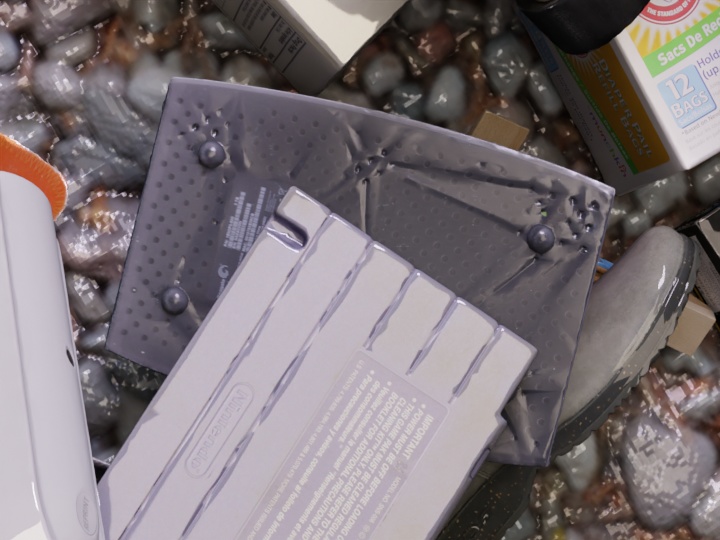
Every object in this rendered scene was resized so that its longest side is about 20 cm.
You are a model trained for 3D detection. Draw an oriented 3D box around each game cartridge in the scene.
[{"bbox_3d":[-0.029,0.084,0.823,0.129,0.038,0.201,34,84,-3],"label":"game cartridge"}]

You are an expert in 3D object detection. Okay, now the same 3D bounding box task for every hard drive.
[{"bbox_3d":[0.000,0.000,0.875,0.198,0.042,0.136,14,91,7],"label":"hard drive"}]

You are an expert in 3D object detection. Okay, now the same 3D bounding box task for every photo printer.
[{"bbox_3d":[-0.188,0.075,0.810,0.165,0.070,0.201,-22,56,12],"label":"photo printer"}]

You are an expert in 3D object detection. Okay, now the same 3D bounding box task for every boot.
[{"bbox_3d":[0.050,0.032,0.910,0.130,0.068,0.200,40,94,-5],"label":"boot"}]

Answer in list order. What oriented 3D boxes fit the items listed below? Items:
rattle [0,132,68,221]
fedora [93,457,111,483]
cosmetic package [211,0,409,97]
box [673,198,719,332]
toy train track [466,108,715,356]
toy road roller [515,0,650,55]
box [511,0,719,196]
[{"bbox_3d":[-0.228,-0.100,0.903,0.198,0.143,0.131,16,114,-24],"label":"rattle"},{"bbox_3d":[-0.150,0.167,0.861,0.198,0.090,0.179,-16,88,-12],"label":"fedora"},{"bbox_3d":[-0.056,-0.182,0.907,0.087,0.103,0.200,-44,95,-10],"label":"cosmetic package"},{"bbox_3d":[0.271,-0.003,0.980,0.199,0.049,0.160,-33,90,-13],"label":"box"},{"bbox_3d":[0.075,-0.012,0.947,0.199,0.033,0.115,23,114,-17],"label":"toy train track"},{"bbox_3d":[0.085,-0.198,0.829,0.146,0.200,0.123,-43,118,14],"label":"toy road roller"},{"bbox_3d":[0.188,-0.133,0.949,0.199,0.101,0.113,-31,92,-12],"label":"box"}]
